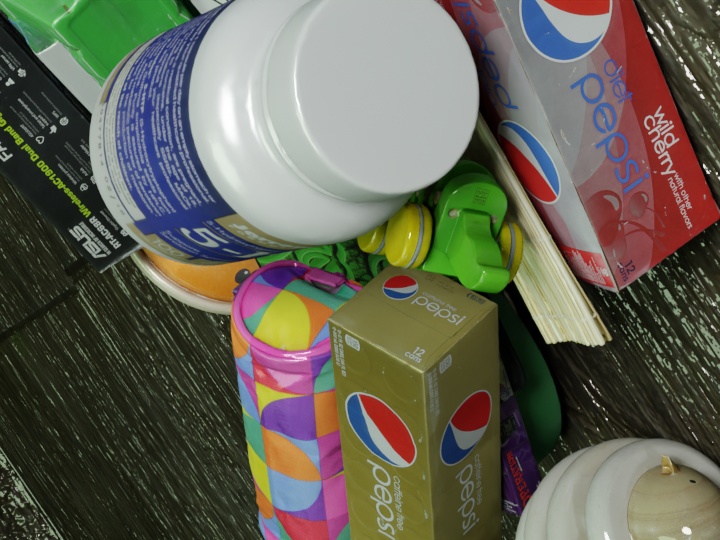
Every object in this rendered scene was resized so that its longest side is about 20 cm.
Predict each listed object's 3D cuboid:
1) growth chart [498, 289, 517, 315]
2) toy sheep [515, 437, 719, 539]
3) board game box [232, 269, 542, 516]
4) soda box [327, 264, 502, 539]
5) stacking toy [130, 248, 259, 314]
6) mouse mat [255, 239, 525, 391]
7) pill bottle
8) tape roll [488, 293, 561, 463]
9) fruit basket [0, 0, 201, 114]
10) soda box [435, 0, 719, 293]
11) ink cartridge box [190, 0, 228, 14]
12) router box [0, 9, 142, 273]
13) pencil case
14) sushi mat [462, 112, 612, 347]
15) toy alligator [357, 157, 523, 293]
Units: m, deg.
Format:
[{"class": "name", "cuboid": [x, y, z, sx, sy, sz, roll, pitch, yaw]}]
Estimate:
[{"class": "growth chart", "cuboid": [0.049, -0.008, 1.168, 0.145, 0.018, 0.200, 43, 156, 28]}, {"class": "toy sheep", "cuboid": [0.145, 0.161, 1.055, 0.138, 0.138, 0.200, 54, 150, 2]}, {"class": "board game box", "cuboid": [0.015, 0.071, 1.134, 0.200, 0.032, 0.120, 14, 131, 44]}, {"class": "soda box", "cuboid": [0.033, 0.093, 1.045, 0.068, 0.064, 0.201, 28, 143, 30]}, {"class": "stacking toy", "cuboid": [-0.063, -0.075, 1.192, 0.146, 0.146, 0.200, 51, 144, 9]}, {"class": "mouse mat", "cuboid": [0.000, 0.000, 1.105, 0.200, 0.008, 0.161, 3, 127, 51]}, {"class": "pill bottle", "cuboid": [-0.036, -0.068, 0.863, 0.120, 0.120, 0.200, 59, 154, -11]}, {"class": "tape roll", "cuboid": [0.037, 0.053, 1.192, 0.200, 0.048, 0.201, 41, 155, 24]}, {"class": "fruit basket", "cuboid": [-0.171, -0.164, 1.104, 0.200, 0.094, 0.185, 36, 171, 43]}, {"class": "soda box", "cuboid": [0.091, -0.094, 0.872, 0.063, 0.070, 0.201, 20, 140, 60]}, {"class": "ink cartridge box", "cuboid": [-0.037, -0.141, 1.039, 0.200, 0.044, 0.094, 50, 153, -24]}, {"class": "router box", "cuboid": [-0.207, -0.113, 1.149, 0.200, 0.062, 0.150, 50, -173, -37]}, {"class": "pencil case", "cuboid": [-0.027, 0.086, 1.097, 0.088, 0.088, 0.200, 40, 149, 34]}, {"class": "sushi mat", "cuboid": [0.057, -0.049, 0.912, 0.200, 0.012, 0.096, 60, 169, -2]}, {"class": "toy alligator", "cuboid": [0.031, -0.031, 0.913, 0.200, 0.059, 0.055, -152, 73, -70]}]
